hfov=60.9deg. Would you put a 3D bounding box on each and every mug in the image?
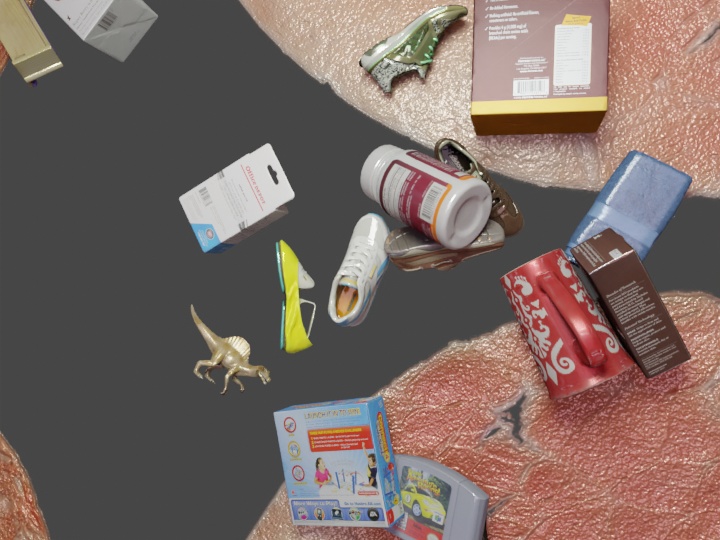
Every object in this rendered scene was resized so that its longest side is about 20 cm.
[{"bbox_3d":[0.314,0.071,0.923,0.133,0.178,0.201,-19,77,-24],"label":"mug"}]

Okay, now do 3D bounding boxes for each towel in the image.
[{"bbox_3d":[0.413,-0.079,0.956,0.111,0.049,0.200,33,98,11],"label":"towel"}]

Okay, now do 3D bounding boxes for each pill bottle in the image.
[{"bbox_3d":[0.098,-0.123,0.974,0.200,0.114,0.114,35,98,39],"label":"pill bottle"}]

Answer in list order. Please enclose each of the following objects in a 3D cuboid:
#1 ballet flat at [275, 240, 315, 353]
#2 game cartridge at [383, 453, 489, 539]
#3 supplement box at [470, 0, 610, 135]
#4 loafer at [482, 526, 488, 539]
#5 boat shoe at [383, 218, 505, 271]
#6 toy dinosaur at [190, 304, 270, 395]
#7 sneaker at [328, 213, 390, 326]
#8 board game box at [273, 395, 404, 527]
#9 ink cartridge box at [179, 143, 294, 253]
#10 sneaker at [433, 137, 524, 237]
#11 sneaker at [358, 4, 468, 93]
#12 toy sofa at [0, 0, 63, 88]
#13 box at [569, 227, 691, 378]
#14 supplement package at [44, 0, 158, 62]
[{"bbox_3d":[-0.113,0.046,1.088,0.067,0.067,0.201,-2,91,-7],"label":"ballet flat"},{"bbox_3d":[0.107,0.378,0.993,0.199,0.041,0.134,10,87,38],"label":"game cartridge"},{"bbox_3d":[0.275,-0.327,0.954,0.196,0.133,0.201,2,89,15],"label":"supplement box"},{"bbox_3d":[0.175,0.468,0.991,0.073,0.071,0.201,-8,86,14],"label":"loafer"},{"bbox_3d":[0.141,-0.040,1.017,0.199,0.072,0.076,-5,46,21],"label":"boat shoe"},{"bbox_3d":[-0.255,0.159,1.129,0.200,0.058,0.101,38,83,4],"label":"toy dinosaur"},{"bbox_3d":[0.000,0.000,1.044,0.076,0.081,0.201,15,91,16],"label":"sneaker"},{"bbox_3d":[-0.040,0.322,1.030,0.199,0.056,0.197,-13,85,32],"label":"board game box"},{"bbox_3d":[-0.212,-0.127,1.108,0.199,0.067,0.116,-28,82,13],"label":"ink cartridge box"},{"bbox_3d":[0.187,-0.134,1.001,0.070,0.076,0.200,-43,79,9],"label":"sneaker"},{"bbox_3d":[0.100,-0.372,1.041,0.199,0.077,0.089,-29,95,17],"label":"sneaker"},{"bbox_3d":[-0.688,-0.480,1.242,0.083,0.098,0.200,-31,80,-13],"label":"toy sofa"},{"bbox_3d":[0.392,0.047,0.893,0.075,0.100,0.200,-29,107,13],"label":"box"},{"bbox_3d":[-0.515,-0.523,1.169,0.200,0.120,0.121,44,100,12],"label":"supplement package"}]
